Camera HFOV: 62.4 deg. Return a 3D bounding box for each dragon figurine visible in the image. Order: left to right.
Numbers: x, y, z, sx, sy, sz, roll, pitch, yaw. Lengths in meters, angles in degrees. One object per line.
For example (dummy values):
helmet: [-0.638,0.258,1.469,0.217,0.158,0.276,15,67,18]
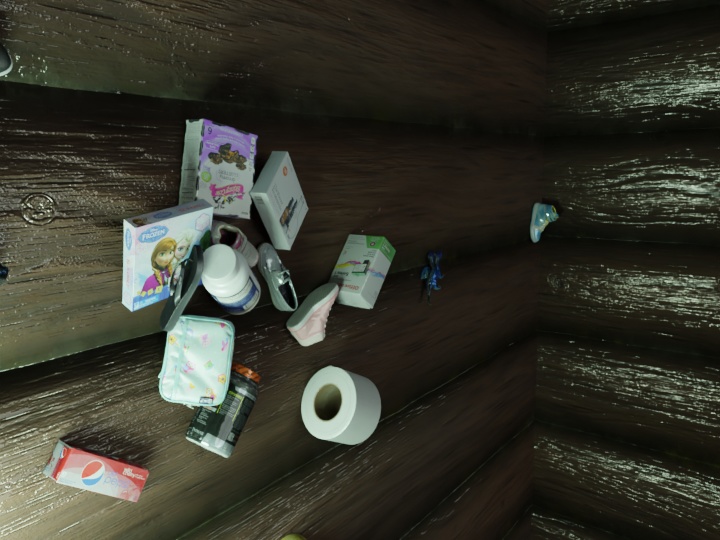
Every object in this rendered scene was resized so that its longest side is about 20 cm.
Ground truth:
dragon figurine: [0.263,0.022,2.218,0.100,0.058,0.203,51,55,-43]

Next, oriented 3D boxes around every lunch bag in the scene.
lunch bag: [-0.370,0.206,1.343,0.156,0.077,0.206,9,84,-12]

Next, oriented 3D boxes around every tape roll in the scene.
tape roll: [-0.056,0.395,1.732,0.138,0.199,0.208,28,73,-50]

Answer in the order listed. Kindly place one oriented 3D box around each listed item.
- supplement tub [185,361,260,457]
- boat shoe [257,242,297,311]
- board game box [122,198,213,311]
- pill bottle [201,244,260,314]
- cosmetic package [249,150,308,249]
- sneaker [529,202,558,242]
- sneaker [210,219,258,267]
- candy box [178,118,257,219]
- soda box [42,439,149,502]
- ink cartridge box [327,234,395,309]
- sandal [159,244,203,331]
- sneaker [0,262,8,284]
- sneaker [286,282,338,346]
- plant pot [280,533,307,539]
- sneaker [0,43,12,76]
supplement tub: [-0.325,0.331,1.431,0.123,0.120,0.203,47,60,-45]
boat shoe: [-0.213,0.019,1.577,0.070,0.070,0.205,-42,127,-41]
board game box: [-0.411,-0.036,1.272,0.198,0.041,0.203,-27,139,-48]
pill bottle: [-0.302,0.019,1.366,0.201,0.109,0.113,83,27,-68]
cosmetic package: [-0.204,-0.178,1.526,0.202,0.050,0.153,72,28,-49]
sneaker: [0.935,-0.241,3.012,0.079,0.128,0.206,4,92,-53]
sneaker: [-0.309,-0.058,1.427,0.199,0.087,0.083,33,69,-50]
candy box: [-0.330,-0.231,1.388,0.166,0.070,0.206,4,92,-53]
soda box: [-0.534,0.413,1.215,0.200,0.062,0.071,42,62,-46]
ink cartridge box: [0.000,0.000,1.797,0.084,0.142,0.203,45,60,-44]
sandal: [-0.388,0.039,1.271,0.042,0.076,0.203,20,101,-37]
sneaker: [-0.645,-0.043,1.008,0.111,0.072,0.204,29,80,-54]
sneaker: [-0.123,0.131,1.709,0.200,0.074,0.106,-47,125,-29]
plant pot: [-0.168,0.882,1.699,0.198,0.139,0.206,-9,101,-52]
sneaker: [-0.641,-0.395,0.946,0.201,0.081,0.073,52,56,-42]
